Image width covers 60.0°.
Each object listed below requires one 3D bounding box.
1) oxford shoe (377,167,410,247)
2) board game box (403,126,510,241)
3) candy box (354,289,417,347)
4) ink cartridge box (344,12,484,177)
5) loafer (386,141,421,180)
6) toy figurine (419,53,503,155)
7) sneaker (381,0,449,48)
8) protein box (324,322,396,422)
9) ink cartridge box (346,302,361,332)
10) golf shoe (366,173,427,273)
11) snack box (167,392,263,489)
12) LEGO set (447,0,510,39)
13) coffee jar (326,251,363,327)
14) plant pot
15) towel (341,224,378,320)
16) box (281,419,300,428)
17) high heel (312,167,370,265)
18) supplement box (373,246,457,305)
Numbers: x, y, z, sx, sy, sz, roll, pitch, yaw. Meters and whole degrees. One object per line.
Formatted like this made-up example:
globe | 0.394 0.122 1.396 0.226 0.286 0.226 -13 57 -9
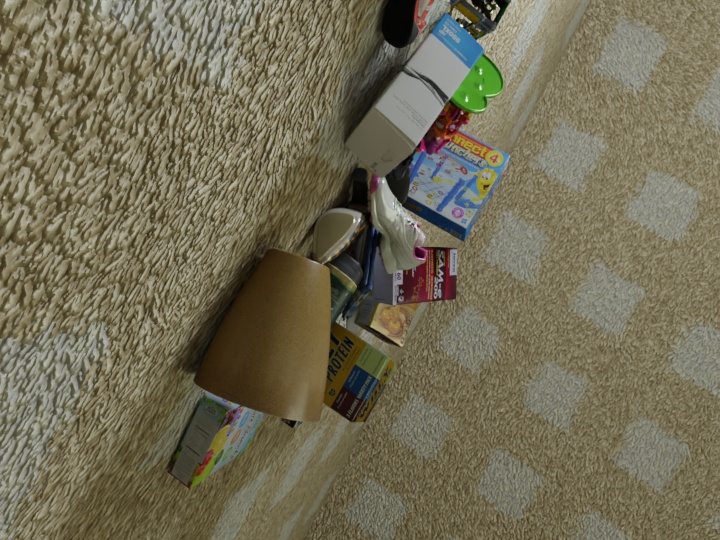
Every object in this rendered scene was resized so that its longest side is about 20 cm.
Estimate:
oxford shoe | 0.046 -0.135 1.255 0.072 0.069 0.204 -95 -158 -59
board game box | 0.179 -0.196 1.298 0.198 0.197 0.056 -56 165 -18
candy box | 0.072 0.041 1.302 0.115 0.054 0.205 33 73 -41
ink cartridge box | 0.078 -0.256 0.932 0.202 0.084 0.144 -55 -171 -19
loafer | 0.083 -0.238 1.104 0.072 0.062 0.203 -40 152 -35
toy figurine | 0.157 -0.286 1.149 0.186 0.146 0.204 121 -17 -47
sneaker | 0.092 -0.404 0.822 0.108 0.066 0.204 -48 165 -45
protein box | -0.048 0.186 1.232 0.137 0.196 0.200 -58 166 -7
ink cartridge box | -0.009 0.047 1.368 0.202 0.036 0.097 101 -5 -58
golf shoe | 0.066 -0.084 1.091 0.077 0.089 0.203 -76 156 -45
snack box | -0.221 0.257 1.039 0.145 0.052 0.200 -62 167 9
LEGO set | 0.183 -0.473 1.008 0.203 0.114 0.154 -58 -163 7
coffee jar | -0.075 0.060 1.089 0.203 0.084 0.104 -57 -172 -14
plant pot | -0.115 0.081 0.868 0.186 0.181 0.206 39 66 -77
towel | 0.000 0.000 1.204 0.200 0.023 0.151 123 -23 -65
box | -0.121 0.312 1.570 0.139 0.037 0.200 -61 167 3
high heel | -0.027 -0.057 1.072 0.144 0.070 0.203 85 28 -58
supplement box | 0.114 0.008 1.260 0.196 0.060 0.113 -3 95 -44
